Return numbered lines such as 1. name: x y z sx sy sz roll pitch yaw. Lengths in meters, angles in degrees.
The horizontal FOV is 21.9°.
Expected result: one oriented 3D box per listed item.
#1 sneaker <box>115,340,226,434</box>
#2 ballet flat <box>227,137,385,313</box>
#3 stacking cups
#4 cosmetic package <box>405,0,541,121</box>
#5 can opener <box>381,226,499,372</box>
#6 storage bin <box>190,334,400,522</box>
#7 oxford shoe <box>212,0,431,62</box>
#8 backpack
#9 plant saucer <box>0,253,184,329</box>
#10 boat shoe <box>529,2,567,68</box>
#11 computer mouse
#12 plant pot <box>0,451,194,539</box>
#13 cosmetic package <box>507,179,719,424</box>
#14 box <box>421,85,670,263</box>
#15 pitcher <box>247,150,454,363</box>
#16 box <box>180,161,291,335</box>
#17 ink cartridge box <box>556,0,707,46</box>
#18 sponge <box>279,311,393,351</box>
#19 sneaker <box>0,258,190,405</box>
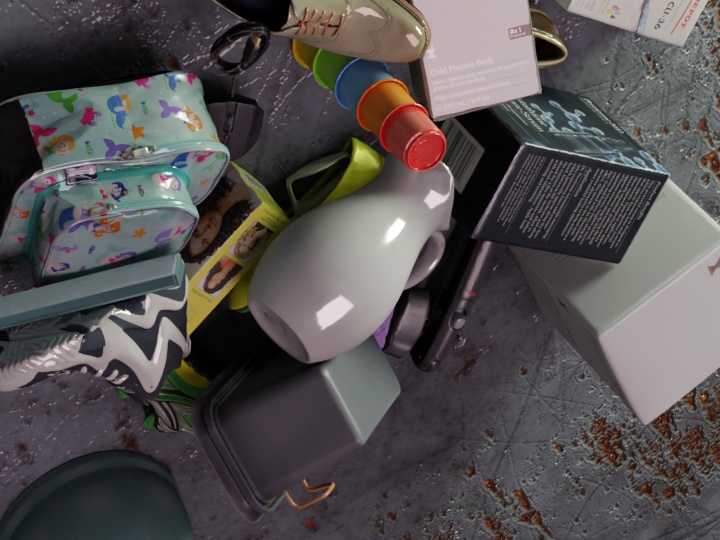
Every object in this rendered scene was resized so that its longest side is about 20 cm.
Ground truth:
1. sneaker: -0.163 0.126 1.791 0.085 0.078 0.200 -38 128 8
2. ballet flat: -0.061 -0.048 1.727 0.200 0.067 0.067 -41 116 -3
3. stacking cups: 0.013 -0.153 1.583 0.060 0.200 0.061 -19 132 -23
4. cosmetic package: 0.084 -0.244 1.589 0.106 0.090 0.201 -15 116 -4
5. can opener: 0.096 0.014 1.874 0.078 0.063 0.201 10 118 -45
6. storage bin: -0.046 0.136 1.732 0.134 0.200 0.146 -26 97 21
7. oxford shoe: -0.039 -0.207 1.530 0.199 0.074 0.071 17 121 -5
8. backpack: -0.206 -0.078 1.525 0.199 0.151 0.178 -21 165 -27
9. plant saucer: -0.240 0.022 1.516 0.198 0.019 0.070 -15 171 -5
10. boat shoe: 0.102 -0.211 1.686 0.199 0.076 0.072 -7 128 -30
11. computer mouse: -0.106 -0.144 1.570 0.058 0.034 0.200 5 152 -8
12. plant pot: -0.243 0.298 1.822 0.199 0.134 0.201 -19 133 -21
13. cosmetic package: 0.275 0.007 1.892 0.166 0.200 0.168 -36 136 -3
14. box: 0.165 -0.100 1.767 0.199 0.149 0.108 8 120 -39
15. pitcher: 0.000 0.000 1.682 0.200 0.121 0.172 -45 147 -18
16. box: -0.157 0.000 1.685 0.200 0.075 0.050 -48 138 7
17. ink cartridge box: 0.274 -0.286 1.749 0.199 0.068 0.117 9 119 -39
18. sponge: -0.022 0.049 1.847 0.111 0.030 0.201 -7 127 -29
19. sneaker: -0.224 0.079 1.591 0.199 0.079 0.130 -36 130 -32
